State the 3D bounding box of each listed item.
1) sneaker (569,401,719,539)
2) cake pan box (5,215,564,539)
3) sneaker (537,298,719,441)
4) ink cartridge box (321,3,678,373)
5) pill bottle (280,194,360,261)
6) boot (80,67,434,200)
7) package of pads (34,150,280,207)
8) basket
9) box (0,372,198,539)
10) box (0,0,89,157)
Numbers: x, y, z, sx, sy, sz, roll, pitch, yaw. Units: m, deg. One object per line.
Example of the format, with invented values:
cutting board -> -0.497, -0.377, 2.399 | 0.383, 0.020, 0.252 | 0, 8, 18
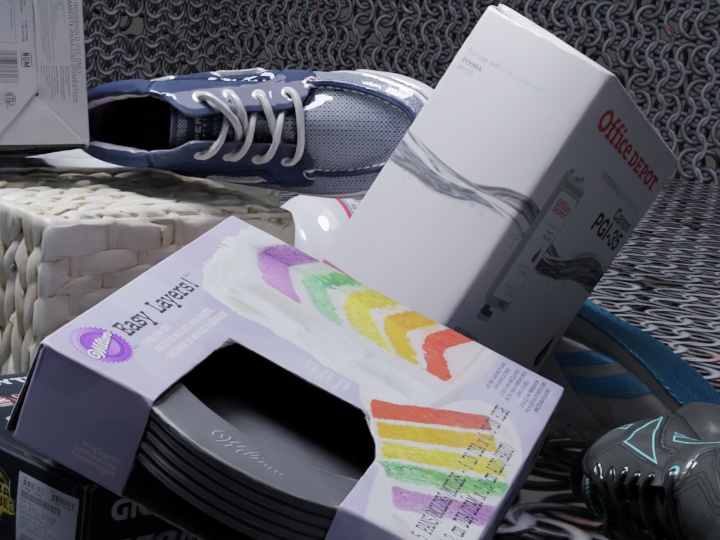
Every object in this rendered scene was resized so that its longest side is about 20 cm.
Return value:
sneaker -> 0.144, 0.108, 0.733 | 0.079, 0.076, 0.200 | -8, 2, 0
cake pan box -> -0.022, 0.060, 0.685 | 0.184, 0.052, 0.200 | 26, 23, 12
sneaker -> 0.129, 0.067, 0.935 | 0.200, 0.081, 0.076 | 35, 13, 29
ink cartridge box -> 0.066, -0.017, 0.857 | 0.083, 0.200, 0.146 | 35, 2, 28
pill bottle -> 0.000, 0.000, 1.161 | 0.199, 0.109, 0.109 | 0, 10, -31
boot -> -0.055, -0.073, 0.882 | 0.199, 0.073, 0.090 | 1, 5, 27
package of pads -> -0.181, -0.072, 1.335 | 0.154, 0.069, 0.200 | 11, 10, 30
basket -> -0.142, 0.014, 0.894 | 0.123, 0.136, 0.200 | 15, 12, 38
box -> -0.094, 0.084, 0.751 | 0.159, 0.046, 0.200 | 16, 13, 43
box -> -0.230, -0.119, 0.925 | 0.060, 0.117, 0.200 | -4, 1, -39
